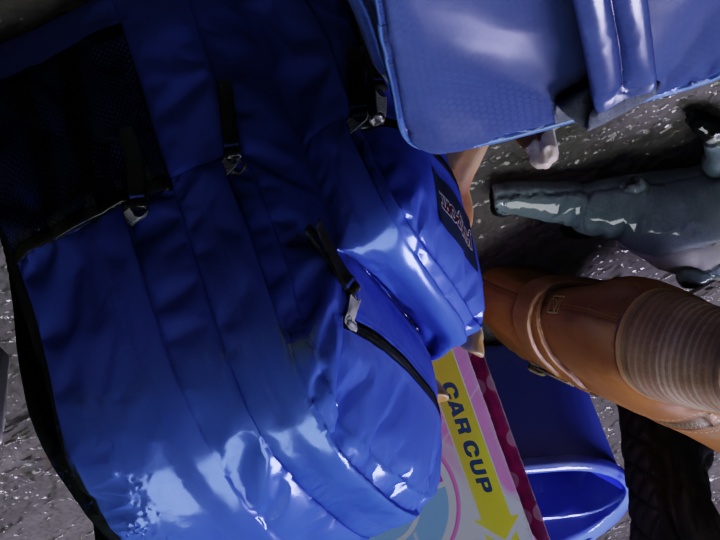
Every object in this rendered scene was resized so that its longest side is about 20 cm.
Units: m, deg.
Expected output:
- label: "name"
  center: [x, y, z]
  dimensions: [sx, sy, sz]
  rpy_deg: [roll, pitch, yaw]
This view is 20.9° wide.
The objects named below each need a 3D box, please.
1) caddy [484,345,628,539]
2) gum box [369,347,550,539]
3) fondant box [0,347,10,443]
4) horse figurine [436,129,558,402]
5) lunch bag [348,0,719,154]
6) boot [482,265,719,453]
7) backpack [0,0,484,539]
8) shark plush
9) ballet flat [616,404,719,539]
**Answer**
- label: "caddy"
  center: [0.045, 0.117, 1.027]
  dimensions: [0.198, 0.106, 0.142]
  rpy_deg: [-3, 149, -21]
- label: "gum box"
  center: [0.017, 0.100, 0.909]
  dimensions: [0.113, 0.202, 0.066]
  rpy_deg: [-20, -179, 9]
- label: "fondant box"
  center: [-0.242, 0.022, 0.683]
  dimensions: [0.144, 0.058, 0.200]
  rpy_deg: [-35, 117, 13]
- label: "horse figurine"
  center: [0.000, 0.000, 0.818]
  dimensions: [0.050, 0.134, 0.199]
  rpy_deg: [24, 144, -39]
- label: "lunch bag"
  center: [0.053, -0.124, 0.602]
  dimensions: [0.135, 0.133, 0.200]
  rpy_deg: [-16, 150, 2]
- label: "boot"
  center: [0.157, 0.056, 0.938]
  dimensions: [0.155, 0.077, 0.199]
  rpy_deg: [15, 173, 46]
- label: "backpack"
  center: [-0.043, 0.006, 0.707]
  dimensions: [0.167, 0.202, 0.162]
  rpy_deg: [-24, 148, 16]
- label: "shark plush"
  center: [0.160, -0.045, 0.891]
  dimensions: [0.198, 0.091, 0.084]
  rpy_deg: [5, 130, 6]
- label: "ballet flat"
  center: [0.147, 0.102, 0.986]
  dimensions: [0.066, 0.201, 0.057]
  rpy_deg: [41, 113, -17]
